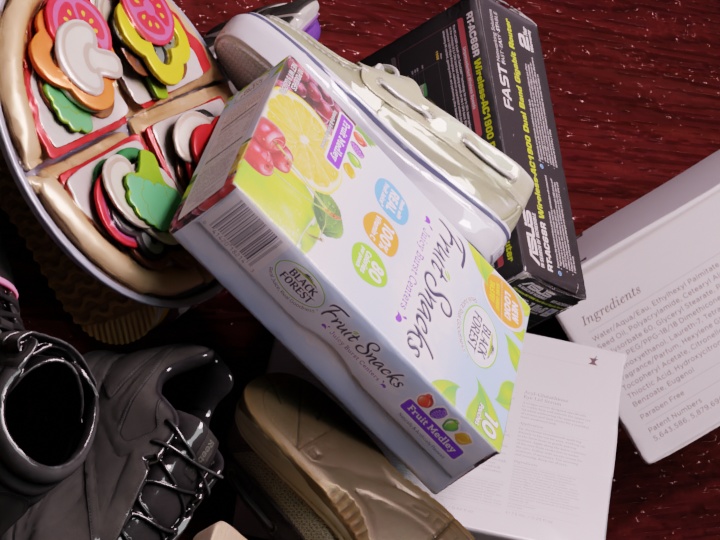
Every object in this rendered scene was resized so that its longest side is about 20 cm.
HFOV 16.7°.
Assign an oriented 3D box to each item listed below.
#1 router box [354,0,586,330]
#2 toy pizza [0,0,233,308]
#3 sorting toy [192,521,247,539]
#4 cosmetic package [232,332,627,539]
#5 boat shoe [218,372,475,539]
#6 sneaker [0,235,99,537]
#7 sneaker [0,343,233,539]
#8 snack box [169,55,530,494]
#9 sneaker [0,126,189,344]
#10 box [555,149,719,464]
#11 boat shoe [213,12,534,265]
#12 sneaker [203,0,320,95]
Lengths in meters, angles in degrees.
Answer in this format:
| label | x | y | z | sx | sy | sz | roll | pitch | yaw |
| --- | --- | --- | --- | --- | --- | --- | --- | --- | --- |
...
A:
| label | x | y | z | sx | sy | sz | roll | pitch | yaw |
| --- | --- | --- | --- | --- | --- | --- | --- | --- | --- |
| router box | 0.046 | -0.046 | 1.470 | 0.062 | 0.150 | 0.201 | 22 | 50 | -43 |
| toy pizza | -0.115 | -0.079 | 1.269 | 0.200 | 0.032 | 0.201 | 32 | 47 | -42 |
| sorting toy | -0.047 | 0.264 | 1.201 | 0.199 | 0.069 | 0.200 | 43 | 39 | -24 |
| cosmetic package | 0.041 | 0.094 | 1.354 | 0.199 | 0.052 | 0.151 | 12 | 47 | 2 |
| boat shoe | 0.002 | 0.142 | 1.246 | 0.072 | 0.066 | 0.201 | -25 | 66 | -44 |
| sneaker | -0.169 | 0.037 | 1.179 | 0.071 | 0.099 | 0.201 | 26 | 46 | -38 |
| sneaker | -0.115 | 0.110 | 1.200 | 0.076 | 0.090 | 0.201 | 50 | 36 | -38 |
| snack box | 0.000 | 0.000 | 1.276 | 0.200 | 0.053 | 0.142 | 46 | 30 | -17 |
| sneaker | -0.150 | -0.060 | 1.305 | 0.201 | 0.075 | 0.090 | 65 | 27 | -5 |
| box | 0.231 | 0.006 | 1.575 | 0.131 | 0.199 | 0.199 | 58 | 7 | -3 |
| boat shoe | 0.008 | -0.081 | 1.361 | 0.200 | 0.072 | 0.062 | 40 | 69 | -11 |
| sneaker | -0.069 | -0.081 | 1.432 | 0.084 | 0.080 | 0.200 | 55 | 42 | -34 |
